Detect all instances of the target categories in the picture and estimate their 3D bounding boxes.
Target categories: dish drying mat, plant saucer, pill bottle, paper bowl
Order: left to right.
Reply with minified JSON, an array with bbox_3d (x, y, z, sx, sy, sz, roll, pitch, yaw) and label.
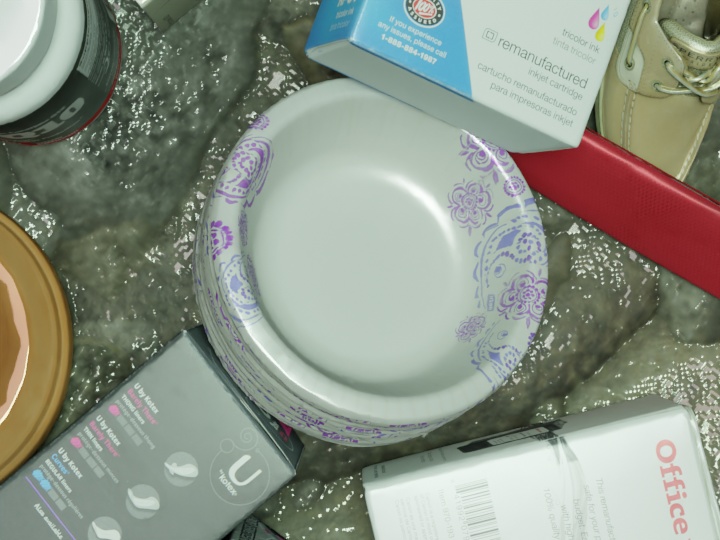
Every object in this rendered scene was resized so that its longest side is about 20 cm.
[{"bbox_3d":[-0.274,0.046,0.890,0.197,0.037,0.203,1,82,-6],"label":"plant saucer"},{"bbox_3d":[-0.202,-0.134,0.824,0.112,0.200,0.116,0,90,0],"label":"pill bottle"},{"bbox_3d":[0.000,0.000,0.853,0.198,0.104,0.204,6,71,-18],"label":"paper bowl"},{"bbox_3d":[0.169,-0.040,0.892,0.198,0.077,0.018,29,61,0],"label":"dish drying mat"}]

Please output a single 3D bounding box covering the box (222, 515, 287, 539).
[{"bbox_3d":[-0.062,0.233,0.827,0.114,0.200,0.133,35,90,-2],"label":"box"}]

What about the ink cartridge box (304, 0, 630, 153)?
[{"bbox_3d":[0.076,-0.185,0.801,0.143,0.085,0.203,22,84,-18],"label":"ink cartridge box"}]

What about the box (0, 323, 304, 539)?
[{"bbox_3d":[-0.139,0.135,0.865,0.199,0.122,0.106,-40,90,1],"label":"box"}]

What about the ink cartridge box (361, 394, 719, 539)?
[{"bbox_3d":[0.112,0.170,0.885,0.197,0.083,0.147,-13,90,-1],"label":"ink cartridge box"}]

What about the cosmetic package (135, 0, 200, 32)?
[{"bbox_3d":[-0.068,-0.237,0.872,0.199,0.104,0.073,-40,91,1],"label":"cosmetic package"}]

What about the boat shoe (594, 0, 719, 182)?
[{"bbox_3d":[0.187,-0.131,0.869,0.071,0.065,0.203,2,111,-13],"label":"boat shoe"}]
